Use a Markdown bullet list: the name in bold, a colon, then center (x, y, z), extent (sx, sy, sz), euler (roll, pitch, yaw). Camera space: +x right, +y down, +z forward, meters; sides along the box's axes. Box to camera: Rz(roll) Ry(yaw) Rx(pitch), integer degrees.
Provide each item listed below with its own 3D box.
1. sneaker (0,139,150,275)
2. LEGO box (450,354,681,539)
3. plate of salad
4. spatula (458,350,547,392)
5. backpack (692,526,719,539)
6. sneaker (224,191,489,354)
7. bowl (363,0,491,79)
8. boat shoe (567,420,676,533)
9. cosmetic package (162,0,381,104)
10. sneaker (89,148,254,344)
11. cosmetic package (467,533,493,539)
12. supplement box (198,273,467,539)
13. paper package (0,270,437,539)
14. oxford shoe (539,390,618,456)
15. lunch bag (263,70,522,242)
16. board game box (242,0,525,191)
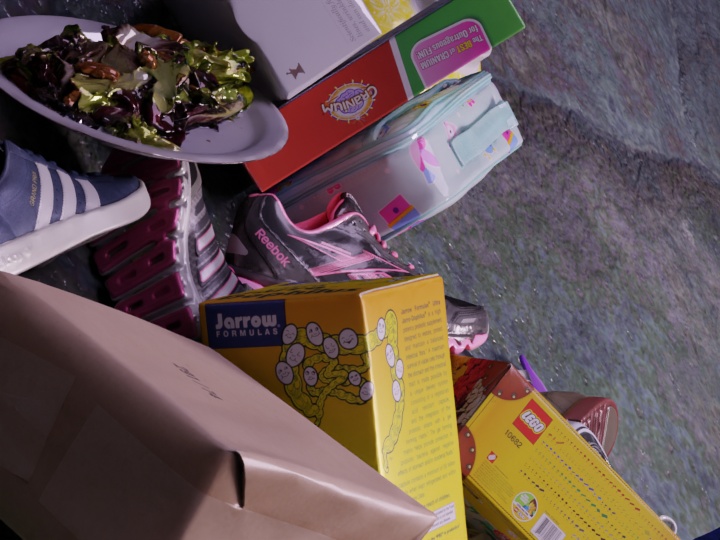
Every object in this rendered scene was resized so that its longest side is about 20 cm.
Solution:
- **sneaker**: center (-0.189, -0.044, 1.277), extent (0.085, 0.075, 0.200), euler (64, 26, -2)
- **LEGO box**: center (0.106, 0.149, 1.503), extent (0.200, 0.149, 0.077), euler (46, 74, -19)
- **plate of salad**: center (-0.136, -0.120, 1.380), extent (0.199, 0.048, 0.200), euler (18, 23, -8)
- **spatula**: center (0.099, 0.074, 1.732), extent (0.200, 0.021, 0.057), euler (29, 32, -45)
- **backpack**: center (0.337, 0.297, 1.775), extent (0.162, 0.168, 0.200), euler (40, 36, -23)
- **sneaker**: center (0.000, 0.000, 1.474), extent (0.199, 0.079, 0.096), euler (14, 83, -26)
- **bowl**: center (0.038, -0.176, 1.781), extent (0.200, 0.108, 0.200), euler (42, 31, -32)
- **boat shoe**: center (0.186, 0.197, 1.646), extent (0.074, 0.068, 0.200), euler (-37, 118, -43)
- **cosmetic package**: center (-0.064, -0.172, 1.517), extent (0.113, 0.081, 0.200), euler (57, -11, -8)
- **sneaker**: center (-0.106, 0.006, 1.383), extent (0.087, 0.074, 0.200), euler (27, 43, -54)
- **cosmetic package**: center (0.073, 0.276, 1.425), extent (0.104, 0.073, 0.200), euler (47, 30, -27)
- **supplement box**: center (-0.013, 0.108, 1.324), extent (0.109, 0.109, 0.201), euler (-12, 97, -63)
- **paper package**: center (-0.095, 0.104, 1.166), extent (0.200, 0.104, 0.190), euler (33, 6, 38)
- **oxford shoe**: center (0.108, 0.135, 1.659), extent (0.200, 0.075, 0.071), euler (-17, 116, -51)
- **lunch bag**: center (0.024, -0.072, 1.590), extent (0.077, 0.160, 0.200), euler (58, 27, -5)
- **board game box**: center (0.005, -0.124, 1.512), extent (0.040, 0.200, 0.153), euler (58, -1, -6)
